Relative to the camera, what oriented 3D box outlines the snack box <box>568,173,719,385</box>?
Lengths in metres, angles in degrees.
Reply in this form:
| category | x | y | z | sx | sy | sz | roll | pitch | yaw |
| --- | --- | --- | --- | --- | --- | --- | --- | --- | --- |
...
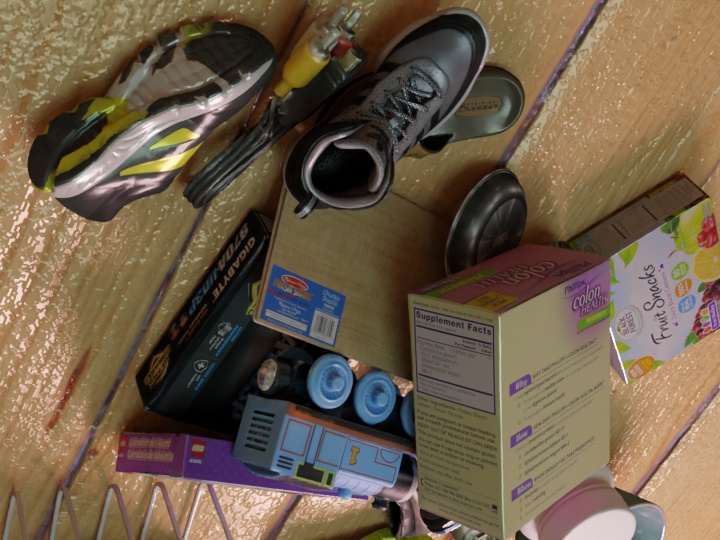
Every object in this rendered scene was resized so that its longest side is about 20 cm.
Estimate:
| category | x | y | z | sx | sy | sz | roll | pitch | yaw |
| --- | --- | --- | --- | --- | --- | --- | --- | --- | --- |
| snack box | 0.308 | 0.014 | 1.116 | 0.141 | 0.053 | 0.201 | -30 | 133 | -1 |

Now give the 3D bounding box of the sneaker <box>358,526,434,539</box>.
| category | x | y | z | sx | sy | sz | roll | pitch | yaw |
| --- | --- | --- | --- | --- | --- | --- | --- | --- | --- |
| sneaker | 0.006 | 0.346 | 1.219 | 0.198 | 0.075 | 0.084 | -5 | 145 | -21 |

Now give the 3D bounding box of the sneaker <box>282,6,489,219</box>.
| category | x | y | z | sx | sy | sz | roll | pitch | yaw |
| --- | --- | --- | --- | --- | --- | --- | --- | --- | --- |
| sneaker | 0.023 | -0.110 | 0.787 | 0.200 | 0.114 | 0.075 | -42 | 105 | 11 |

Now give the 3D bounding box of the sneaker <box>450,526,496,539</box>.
| category | x | y | z | sx | sy | sz | roll | pitch | yaw |
| --- | --- | --- | --- | --- | --- | --- | --- | --- | --- |
| sneaker | 0.155 | 0.343 | 1.268 | 0.067 | 0.090 | 0.201 | -22 | 132 | -8 |

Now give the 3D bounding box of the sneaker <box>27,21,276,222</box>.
| category | x | y | z | sx | sy | sz | roll | pitch | yaw |
| --- | --- | --- | --- | --- | --- | --- | --- | --- | --- |
| sneaker | -0.148 | -0.110 | 0.789 | 0.199 | 0.075 | 0.085 | -31 | 153 | -4 |

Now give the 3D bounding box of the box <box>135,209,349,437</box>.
| category | x | y | z | sx | sy | sz | roll | pitch | yaw |
| --- | --- | --- | --- | --- | --- | --- | --- | --- | --- |
| box | -0.084 | 0.059 | 0.956 | 0.158 | 0.046 | 0.201 | 24 | 111 | -38 |

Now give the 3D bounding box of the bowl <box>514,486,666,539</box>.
| category | x | y | z | sx | sy | sz | roll | pitch | yaw |
| --- | --- | --- | --- | --- | --- | --- | --- | --- | --- |
| bowl | 0.262 | 0.331 | 1.290 | 0.199 | 0.105 | 0.202 | -22 | 131 | -27 |

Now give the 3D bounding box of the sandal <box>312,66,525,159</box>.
| category | x | y | z | sx | sy | sz | roll | pitch | yaw |
| --- | --- | --- | --- | --- | --- | --- | --- | --- | --- |
| sandal | 0.054 | -0.121 | 0.879 | 0.198 | 0.055 | 0.082 | -9 | 126 | -20 |

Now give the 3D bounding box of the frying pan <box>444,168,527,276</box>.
| category | x | y | z | sx | sy | sz | roll | pitch | yaw |
| --- | --- | --- | --- | --- | --- | --- | --- | --- | --- |
| frying pan | 0.105 | -0.001 | 0.982 | 0.114 | 0.031 | 0.192 | 1 | 112 | -55 |

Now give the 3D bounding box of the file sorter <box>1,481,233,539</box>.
| category | x | y | z | sx | sy | sz | roll | pitch | yaw |
| --- | --- | --- | --- | --- | --- | --- | --- | --- | --- |
| file sorter | -0.230 | 0.281 | 0.993 | 0.198 | 0.139 | 0.126 | 2 | 122 | -28 |

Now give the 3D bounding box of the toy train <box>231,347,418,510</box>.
| category | x | y | z | sx | sy | sz | roll | pitch | yaw |
| --- | --- | --- | --- | --- | --- | --- | --- | --- | --- |
| toy train | -0.013 | 0.140 | 0.931 | 0.199 | 0.086 | 0.115 | 23 | 79 | -35 |

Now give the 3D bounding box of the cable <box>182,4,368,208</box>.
| category | x | y | z | sx | sy | sz | roll | pitch | yaw |
| --- | --- | --- | --- | --- | --- | --- | --- | --- | --- |
| cable | -0.066 | -0.129 | 0.825 | 0.199 | 0.097 | 0.050 | -36 | 98 | 27 |

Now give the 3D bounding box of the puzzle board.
| category | x | y | z | sx | sy | sz | roll | pitch | yaw |
| --- | --- | --- | --- | --- | --- | --- | --- | --- | --- |
| puzzle board | 0.000 | 0.000 | 0.918 | 0.199 | 0.017 | 0.152 | 24 | 72 | -37 |

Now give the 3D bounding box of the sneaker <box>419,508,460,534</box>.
| category | x | y | z | sx | sy | sz | roll | pitch | yaw |
| --- | --- | --- | --- | --- | --- | --- | --- | --- | --- |
| sneaker | 0.107 | 0.169 | 1.068 | 0.082 | 0.071 | 0.201 | 19 | 102 | -35 |

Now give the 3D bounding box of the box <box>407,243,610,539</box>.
| category | x | y | z | sx | sy | sz | roll | pitch | yaw |
| --- | --- | --- | --- | --- | --- | --- | --- | --- | --- |
| box | 0.135 | 0.098 | 0.933 | 0.175 | 0.096 | 0.202 | -21 | 115 | -44 |

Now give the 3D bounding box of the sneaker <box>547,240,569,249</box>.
| category | x | y | z | sx | sy | sz | roll | pitch | yaw |
| --- | --- | --- | --- | --- | --- | --- | --- | --- | --- |
| sneaker | 0.188 | 0.053 | 1.086 | 0.095 | 0.080 | 0.201 | -16 | 130 | 10 |

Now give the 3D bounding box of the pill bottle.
| category | x | y | z | sx | sy | sz | roll | pitch | yaw |
| --- | --- | --- | --- | --- | --- | --- | --- | --- | --- |
| pill bottle | 0.192 | 0.208 | 1.107 | 0.112 | 0.201 | 0.114 | -14 | 131 | -16 |

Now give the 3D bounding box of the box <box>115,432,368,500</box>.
| category | x | y | z | sx | sy | sz | roll | pitch | yaw |
| --- | --- | --- | --- | --- | --- | --- | --- | --- | --- |
| box | -0.108 | 0.182 | 0.987 | 0.199 | 0.136 | 0.040 | 16 | 74 | -35 |

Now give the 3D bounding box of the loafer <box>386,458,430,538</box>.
| category | x | y | z | sx | sy | sz | roll | pitch | yaw |
| --- | --- | --- | --- | --- | --- | --- | --- | --- | --- |
| loafer | 0.039 | 0.232 | 1.141 | 0.062 | 0.072 | 0.201 | -24 | 135 | 0 |
